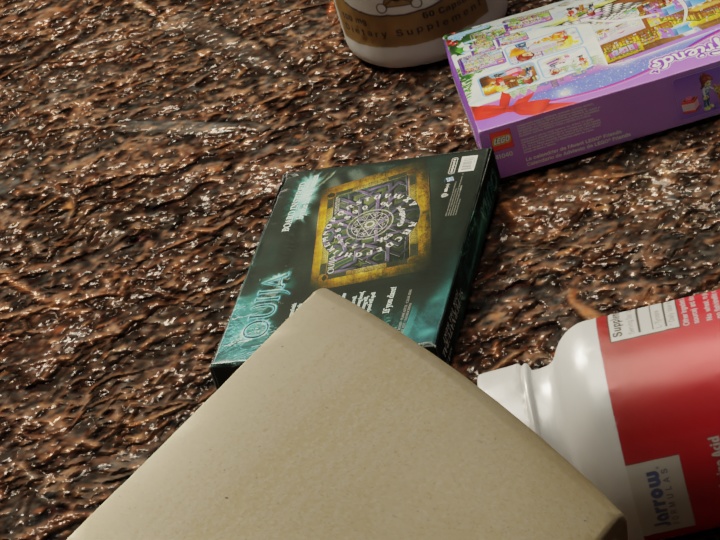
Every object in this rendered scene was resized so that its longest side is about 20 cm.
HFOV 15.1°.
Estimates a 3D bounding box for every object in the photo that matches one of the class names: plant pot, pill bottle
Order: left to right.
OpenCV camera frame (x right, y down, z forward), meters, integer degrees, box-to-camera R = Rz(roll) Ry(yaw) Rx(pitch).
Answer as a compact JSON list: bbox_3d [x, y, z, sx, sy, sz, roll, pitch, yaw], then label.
[{"bbox_3d":[0.011,0.161,1.184,0.177,0.200,0.200,19,46,28],"label":"plant pot"},{"bbox_3d":[0.021,-0.244,1.788,0.114,0.200,0.114,-13,32,8],"label":"pill bottle"},{"bbox_3d":[0.162,0.069,1.314,0.200,0.112,0.112,-13,32,7],"label":"pill bottle"}]

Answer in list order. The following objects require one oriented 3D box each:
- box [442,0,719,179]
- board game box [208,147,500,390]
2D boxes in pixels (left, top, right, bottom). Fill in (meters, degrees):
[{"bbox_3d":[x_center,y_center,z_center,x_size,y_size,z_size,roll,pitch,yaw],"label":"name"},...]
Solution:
[{"bbox_3d":[0.160,-0.129,1.695,0.200,0.039,0.137,-16,31,1],"label":"box"},{"bbox_3d":[0.000,0.000,1.580,0.135,0.028,0.200,-6,34,18],"label":"board game box"}]
